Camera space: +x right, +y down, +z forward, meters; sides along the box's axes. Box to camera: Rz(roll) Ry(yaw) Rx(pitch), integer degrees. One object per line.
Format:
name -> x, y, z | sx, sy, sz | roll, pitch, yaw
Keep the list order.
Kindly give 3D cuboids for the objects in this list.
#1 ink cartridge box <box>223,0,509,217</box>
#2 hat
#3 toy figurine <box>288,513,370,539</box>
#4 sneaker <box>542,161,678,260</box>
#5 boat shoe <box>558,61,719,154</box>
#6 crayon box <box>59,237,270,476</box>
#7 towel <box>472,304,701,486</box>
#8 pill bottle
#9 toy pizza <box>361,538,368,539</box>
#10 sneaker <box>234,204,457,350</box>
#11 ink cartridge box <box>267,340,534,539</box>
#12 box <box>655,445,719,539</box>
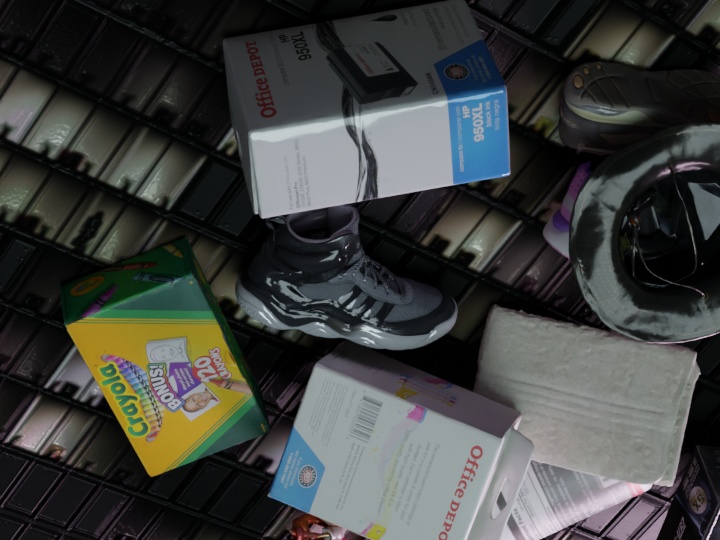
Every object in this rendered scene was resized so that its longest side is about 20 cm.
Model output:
ink cartridge box -> 0.002, -0.128, 1.533 | 0.199, 0.145, 0.084 | -11, 128, -6
hat -> 0.266, -0.037, 1.644 | 0.200, 0.081, 0.201 | -1, 104, -4
toy figurine -> -0.010, 0.258, 1.864 | 0.150, 0.200, 0.185 | -13, 117, -50
sneaker -> 0.261, -0.053, 1.715 | 0.199, 0.081, 0.089 | 3, 111, -19
boat shoe -> 0.258, -0.124, 1.666 | 0.199, 0.075, 0.073 | 10, 136, -12
crayon box -> -0.168, 0.078, 1.717 | 0.118, 0.058, 0.200 | -21, 129, 3
towel -> 0.198, 0.114, 1.776 | 0.199, 0.034, 0.133 | 13, 89, 7
pill bottle -> 0.162, 0.192, 1.853 | 0.199, 0.114, 0.114 | -25, 129, 7
toy pizza -> 0.065, 0.324, 1.984 | 0.199, 0.032, 0.201 | -7, 129, -9
sneaker -> 0.000, 0.000, 1.686 | 0.199, 0.076, 0.114 | 8, 128, -16
ink cartridge box -> 0.044, 0.164, 1.721 | 0.199, 0.125, 0.129 | 22, 102, 9
box -> 0.405, 0.265, 1.932 | 0.199, 0.086, 0.164 | 6, 126, -14
